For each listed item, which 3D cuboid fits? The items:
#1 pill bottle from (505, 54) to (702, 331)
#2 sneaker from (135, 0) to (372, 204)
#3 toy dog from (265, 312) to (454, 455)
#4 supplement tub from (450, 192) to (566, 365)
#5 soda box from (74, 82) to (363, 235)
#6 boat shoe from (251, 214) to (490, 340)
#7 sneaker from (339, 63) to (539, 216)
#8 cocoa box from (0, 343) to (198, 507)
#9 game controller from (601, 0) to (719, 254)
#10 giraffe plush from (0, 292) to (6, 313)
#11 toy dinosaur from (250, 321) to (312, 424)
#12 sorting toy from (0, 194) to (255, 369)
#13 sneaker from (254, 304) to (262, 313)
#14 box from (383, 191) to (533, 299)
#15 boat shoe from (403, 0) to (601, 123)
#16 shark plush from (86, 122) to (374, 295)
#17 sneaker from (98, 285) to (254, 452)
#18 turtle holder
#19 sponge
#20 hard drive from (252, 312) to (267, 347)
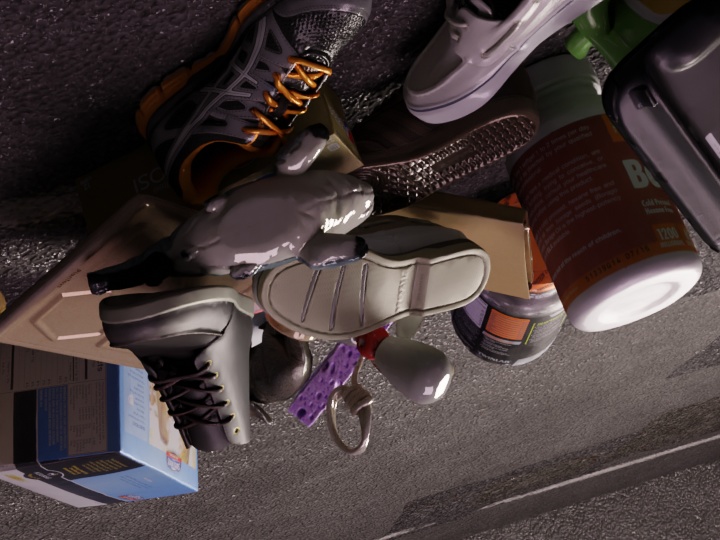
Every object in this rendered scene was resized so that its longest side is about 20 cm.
[{"bbox_3d":[0.182,-0.064,0.994,0.111,0.202,0.112,-18,159,-7],"label":"pill bottle"},{"bbox_3d":[-0.063,-0.118,0.818,0.199,0.078,0.078,-36,152,31],"label":"sneaker"},{"bbox_3d":[0.009,0.040,1.015,0.096,0.201,0.132,-2,141,-46],"label":"toy dog"},{"bbox_3d":[0.157,0.008,1.252,0.121,0.124,0.201,-16,159,-10],"label":"supplement tub"},{"bbox_3d":[-0.103,-0.071,0.911,0.198,0.065,0.068,-26,158,11],"label":"soda box"},{"bbox_3d":[0.000,0.000,0.928,0.198,0.068,0.076,-3,119,-36],"label":"boat shoe"},{"bbox_3d":[0.039,-0.102,0.948,0.197,0.076,0.070,-19,147,17],"label":"sneaker"},{"bbox_3d":[-0.238,0.129,1.135,0.129,0.135,0.200,-9,159,10],"label":"cocoa box"},{"bbox_3d":[0.243,-0.092,0.846,0.104,0.042,0.200,-46,127,2],"label":"game controller"},{"bbox_3d":[-0.358,0.102,0.954,0.197,0.164,0.173,-21,159,1],"label":"giraffe plush"},{"bbox_3d":[-0.077,0.083,1.175,0.076,0.104,0.199,2,150,-45],"label":"toy dinosaur"},{"bbox_3d":[-0.154,0.010,0.919,0.184,0.037,0.199,-36,152,28],"label":"sorting toy"},{"bbox_3d":[-0.115,0.006,1.026,0.198,0.075,0.086,-2,-178,-38],"label":"sneaker"},{"bbox_3d":[0.045,-0.031,1.049,0.197,0.022,0.164,13,162,14],"label":"box"},{"bbox_3d":[0.089,-0.172,0.838,0.065,0.073,0.199,19,142,-38],"label":"boat shoe"},{"bbox_3d":[-0.077,-0.013,0.829,0.198,0.092,0.083,-32,180,-11],"label":"shark plush"},{"bbox_3d":[-0.110,0.068,0.833,0.074,0.108,0.200,-6,174,13],"label":"sneaker"},{"bbox_3d":[0.223,-0.174,0.897,0.132,0.186,0.141,-42,-173,17],"label":"turtle holder"},{"bbox_3d":[0.007,0.055,1.196,0.201,0.030,0.112,-52,179,7],"label":"sponge"},{"bbox_3d":[-0.143,0.045,1.203,0.130,0.027,0.200,-20,159,-2],"label":"hard drive"}]
